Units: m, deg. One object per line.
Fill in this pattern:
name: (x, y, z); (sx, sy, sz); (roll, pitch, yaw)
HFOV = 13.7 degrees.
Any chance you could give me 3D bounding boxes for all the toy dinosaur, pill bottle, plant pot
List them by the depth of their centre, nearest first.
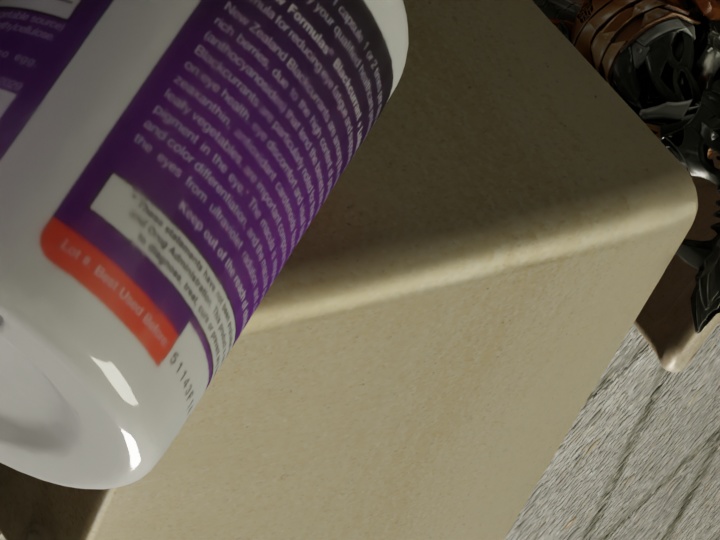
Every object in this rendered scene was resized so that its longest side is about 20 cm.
pill bottle: (-0.055, -0.050, 0.822); (0.200, 0.111, 0.112); (-58, 169, -26)
plant pot: (-0.047, -0.004, 0.974); (0.176, 0.200, 0.200); (-18, 148, -39)
toy dinosaur: (0.102, -0.053, 0.992); (0.102, 0.136, 0.200); (-23, 155, -42)

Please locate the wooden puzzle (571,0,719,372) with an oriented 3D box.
wooden puzzle: (0.128, -0.088, 1.104); (0.037, 0.200, 0.185); (18, 118, -39)
